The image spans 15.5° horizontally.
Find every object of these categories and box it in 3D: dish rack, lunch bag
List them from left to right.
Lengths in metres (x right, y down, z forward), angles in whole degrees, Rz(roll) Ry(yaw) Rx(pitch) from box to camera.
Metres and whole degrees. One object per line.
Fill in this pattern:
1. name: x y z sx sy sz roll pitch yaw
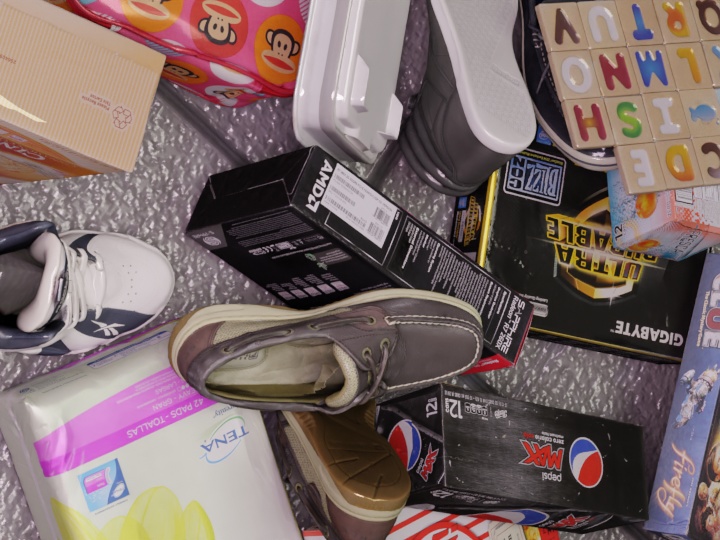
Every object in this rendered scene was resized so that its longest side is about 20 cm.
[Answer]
1. lunch bag: -0.105 -0.211 1.670 0.199 0.082 0.177 21 75 -33
2. dish rack: 0.006 -0.168 1.695 0.043 0.172 0.201 9 84 12

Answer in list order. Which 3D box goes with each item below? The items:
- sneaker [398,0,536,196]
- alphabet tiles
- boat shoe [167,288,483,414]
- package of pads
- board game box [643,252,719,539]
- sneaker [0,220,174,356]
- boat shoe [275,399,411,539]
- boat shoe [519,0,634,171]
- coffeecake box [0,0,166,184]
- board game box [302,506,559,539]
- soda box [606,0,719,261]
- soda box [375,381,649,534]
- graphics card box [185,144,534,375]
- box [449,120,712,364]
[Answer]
1. sneaker: 0.059 -0.139 1.781 0.070 0.099 0.201 11 53 -28
2. alphabet tiles: 0.207 -0.135 1.773 0.199 0.008 0.168 -7 77 -36
3. boat shoe: -0.015 0.057 1.620 0.200 0.066 0.072 -1 121 -17
4. package of pads: -0.124 0.142 1.657 0.154 0.068 0.201 -23 102 -29
5. board game box: 0.263 0.102 1.889 0.135 0.034 0.201 29 73 -57
6. sneaker: -0.181 0.012 1.585 0.198 0.129 0.080 5 88 -32
7. boat shoe: -0.023 0.113 1.664 0.073 0.200 0.065 11 112 -18
8. boat shoe: 0.145 -0.160 1.788 0.074 0.062 0.201 -5 64 -9
9. coffeecake box: -0.229 -0.110 1.514 0.153 0.200 0.073 22 78 -30
10. board game box: 0.058 0.210 1.755 0.200 0.046 0.152 -23 102 -47
11. soda box: 0.208 -0.112 1.815 0.063 0.068 0.201 11 67 -34
12. soda box: 0.101 0.126 1.732 0.199 0.063 0.071 14 68 -42
13. graphics card box: 0.000 0.000 1.702 0.200 0.125 0.051 34 65 -27
14. box: 0.156 -0.028 1.849 0.199 0.049 0.161 13 81 -32
